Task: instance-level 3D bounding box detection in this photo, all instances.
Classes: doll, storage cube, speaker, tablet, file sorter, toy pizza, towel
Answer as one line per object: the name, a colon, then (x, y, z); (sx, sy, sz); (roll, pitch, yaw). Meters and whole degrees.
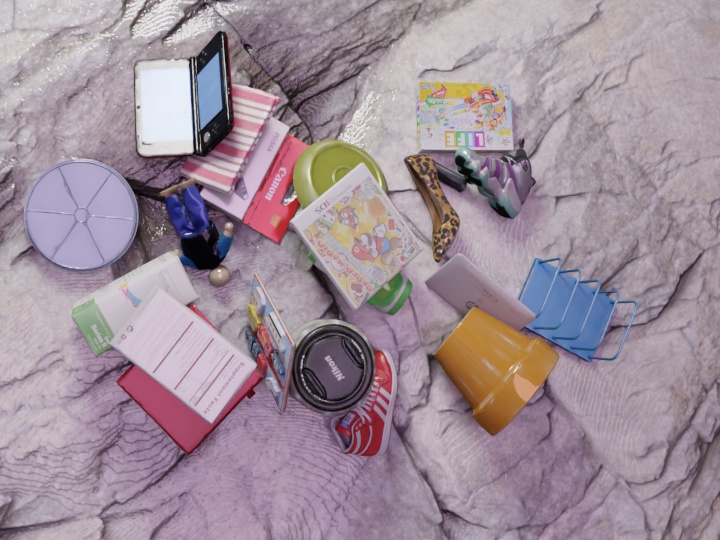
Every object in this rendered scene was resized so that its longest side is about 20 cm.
doll: (-0.290, -0.064, 1.456); (0.134, 0.049, 0.203); (-18, 103, 17)
storage cube: (-0.295, 0.187, 1.392); (0.180, 0.171, 0.200); (-44, 96, -11)
speaker: (0.000, 0.000, 1.516); (0.198, 0.088, 0.089); (34, 80, -9)
tablet: (0.231, 0.057, 1.549); (0.199, 0.130, 0.014); (39, 51, -7)
file sorter: (0.430, 0.079, 1.592); (0.197, 0.123, 0.141); (27, 82, -10)
toy pizza: (-0.501, -0.098, 1.434); (0.196, 0.032, 0.205); (1, 87, -14)
towel: (-0.238, -0.242, 1.456); (0.030, 0.145, 0.203); (33, 82, -51)

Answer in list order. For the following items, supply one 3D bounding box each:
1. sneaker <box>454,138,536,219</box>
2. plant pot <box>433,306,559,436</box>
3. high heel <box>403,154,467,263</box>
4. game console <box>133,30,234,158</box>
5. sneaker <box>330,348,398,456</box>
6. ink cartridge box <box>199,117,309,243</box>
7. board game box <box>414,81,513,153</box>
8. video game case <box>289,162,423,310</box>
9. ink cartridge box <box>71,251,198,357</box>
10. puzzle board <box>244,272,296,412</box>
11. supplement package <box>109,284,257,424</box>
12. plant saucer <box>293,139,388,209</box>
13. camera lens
sneaker: (0.278, -0.214, 1.577); (0.200, 0.077, 0.141); (41, 82, -35)
plant pot: (0.246, 0.176, 1.518); (0.183, 0.200, 0.201); (41, 79, 8)
high heel: (0.127, -0.125, 1.554); (0.140, 0.071, 0.203); (23, 66, -17)
game console: (-0.318, -0.317, 1.426); (0.117, 0.171, 0.204); (7, 68, -37)
sneaker: (0.006, 0.248, 1.492); (0.111, 0.071, 0.205); (7, 86, -40)
ink cartridge box: (-0.184, -0.182, 1.506); (0.174, 0.045, 0.203); (28, 81, -9)
board game box: (0.210, -0.308, 1.608); (0.196, 0.034, 0.138); (-2, 88, -13)
video game case: (-0.004, -0.063, 1.459); (0.181, 0.023, 0.201); (-40, 100, -18)
ink cartridge box: (-0.393, 0.053, 1.387); (0.198, 0.145, 0.089); (-32, 104, -13)
puzzle board: (-0.163, 0.124, 1.390); (0.017, 0.201, 0.153); (-7, 129, -26)
supplement package: (-0.275, 0.132, 1.254); (0.199, 0.117, 0.118); (39, 80, -5)
plant saucer: (-0.031, -0.166, 1.510); (0.196, 0.031, 0.204); (9, 64, -19)
camera lens: (-0.065, 0.170, 1.431); (0.156, 0.200, 0.164); (1, 86, -13)
